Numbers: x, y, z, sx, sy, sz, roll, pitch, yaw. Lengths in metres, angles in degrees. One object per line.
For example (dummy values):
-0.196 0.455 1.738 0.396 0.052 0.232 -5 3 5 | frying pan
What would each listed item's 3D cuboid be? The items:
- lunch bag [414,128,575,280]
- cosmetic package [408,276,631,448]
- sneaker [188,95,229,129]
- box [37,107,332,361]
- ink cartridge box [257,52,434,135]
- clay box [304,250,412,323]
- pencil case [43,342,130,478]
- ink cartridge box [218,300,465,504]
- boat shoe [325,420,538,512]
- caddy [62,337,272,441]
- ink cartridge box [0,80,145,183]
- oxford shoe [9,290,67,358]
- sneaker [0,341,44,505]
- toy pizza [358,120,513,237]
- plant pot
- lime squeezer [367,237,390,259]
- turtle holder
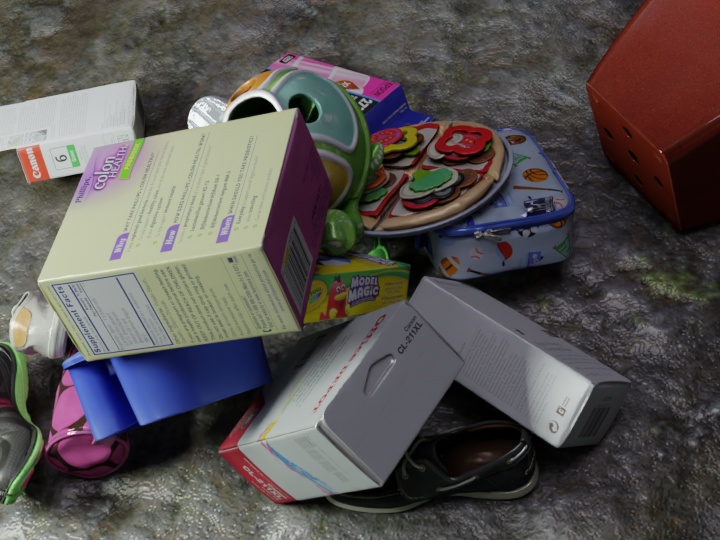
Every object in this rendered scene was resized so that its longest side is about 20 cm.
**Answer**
0.123 -0.069 1.422 0.159 0.076 0.200 -8 32 -8 | lunch bag
0.139 0.083 1.303 0.199 0.101 0.074 34 103 28 | cosmetic package
-0.097 -0.101 1.458 0.073 0.071 0.200 -43 90 15 | sneaker
-0.140 -0.030 1.180 0.198 0.097 0.177 -8 41 17 | box
-0.024 -0.189 1.586 0.199 0.037 0.095 21 40 21 | ink cartridge box
-0.042 0.009 1.290 0.114 0.048 0.199 13 13 36 | clay box
-0.247 0.097 1.368 0.093 0.091 0.201 -25 46 35 | pencil case
-0.020 0.121 1.246 0.083 0.200 0.146 45 61 -13 | ink cartridge box
0.060 0.172 1.278 0.198 0.068 0.072 -7 53 8 | boat shoe
-0.174 0.078 1.279 0.141 0.106 0.199 -20 -3 38 | caddy
-0.347 -0.152 1.601 0.198 0.051 0.109 -11 37 1 | ink cartridge box
-0.310 0.048 1.371 0.057 0.200 0.076 8 91 -10 | oxford shoe
-0.357 0.145 1.348 0.083 0.077 0.200 16 30 -34 | sneaker
0.052 -0.101 1.398 0.199 0.032 0.201 -12 34 8 | toy pizza
0.344 -0.164 1.429 0.176 0.200 0.200 -35 54 -4 | plant pot
0.000 0.000 1.437 0.070 0.038 0.201 23 54 6 | lime squeezer
-0.065 -0.101 1.326 0.140 0.132 0.187 -6 83 24 | turtle holder
